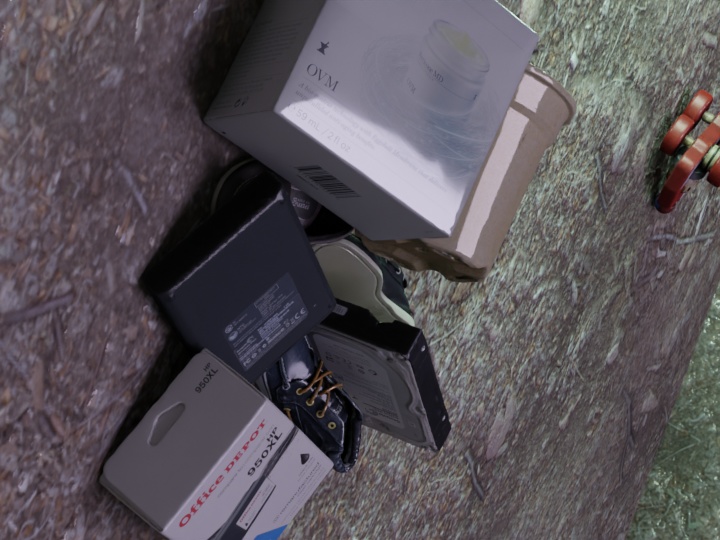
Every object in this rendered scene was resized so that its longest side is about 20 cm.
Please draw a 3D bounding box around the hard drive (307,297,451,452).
[{"bbox_3d":[0.010,0.101,1.762,0.038,0.139,0.201,-59,155,-24],"label":"hard drive"}]

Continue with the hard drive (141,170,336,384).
[{"bbox_3d":[-0.099,0.018,1.532,0.139,0.033,0.200,-41,150,-11],"label":"hard drive"}]

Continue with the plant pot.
[{"bbox_3d":[0.082,-0.097,1.675,0.200,0.199,0.185,46,60,-64],"label":"plant pot"}]

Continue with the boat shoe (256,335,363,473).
[{"bbox_3d":[-0.047,0.110,1.700,0.071,0.090,0.201,-54,152,-34],"label":"boat shoe"}]

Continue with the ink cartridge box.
[{"bbox_3d":[-0.121,0.175,1.556,0.145,0.084,0.200,-52,153,-8],"label":"ink cartridge box"}]

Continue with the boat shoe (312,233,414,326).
[{"bbox_3d":[0.002,0.000,1.763,0.199,0.074,0.067,44,40,-50],"label":"boat shoe"}]

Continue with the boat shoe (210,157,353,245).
[{"bbox_3d":[-0.064,-0.058,1.579,0.200,0.057,0.068,5,103,-67],"label":"boat shoe"}]

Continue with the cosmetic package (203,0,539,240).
[{"bbox_3d":[0.013,-0.161,1.479,0.199,0.123,0.201,33,72,-29],"label":"cosmetic package"}]

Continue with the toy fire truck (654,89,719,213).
[{"bbox_3d":[0.520,-0.168,2.767,0.200,0.112,0.169,-46,165,-44],"label":"toy fire truck"}]
